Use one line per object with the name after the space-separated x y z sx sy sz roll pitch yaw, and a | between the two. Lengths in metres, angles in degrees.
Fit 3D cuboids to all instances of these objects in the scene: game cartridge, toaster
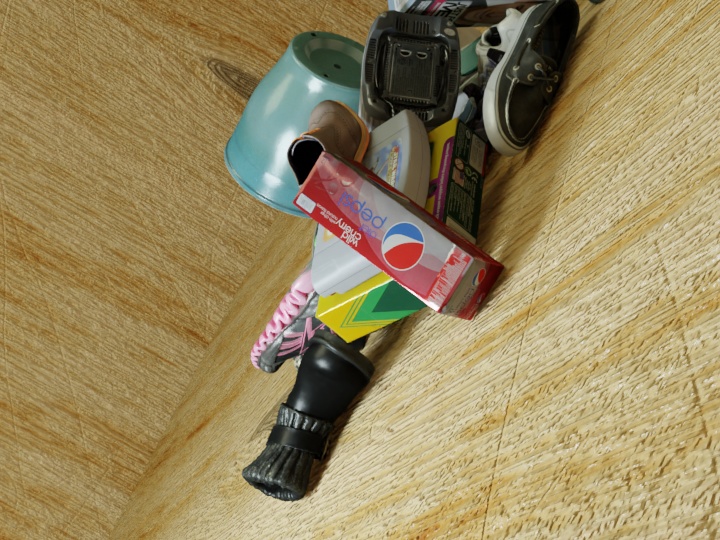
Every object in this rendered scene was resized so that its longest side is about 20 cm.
0.014 -0.076 1.466 0.133 0.042 0.200 -34 34 37 | game cartridge
0.053 -0.194 1.638 0.129 0.114 0.200 99 176 -56 | toaster

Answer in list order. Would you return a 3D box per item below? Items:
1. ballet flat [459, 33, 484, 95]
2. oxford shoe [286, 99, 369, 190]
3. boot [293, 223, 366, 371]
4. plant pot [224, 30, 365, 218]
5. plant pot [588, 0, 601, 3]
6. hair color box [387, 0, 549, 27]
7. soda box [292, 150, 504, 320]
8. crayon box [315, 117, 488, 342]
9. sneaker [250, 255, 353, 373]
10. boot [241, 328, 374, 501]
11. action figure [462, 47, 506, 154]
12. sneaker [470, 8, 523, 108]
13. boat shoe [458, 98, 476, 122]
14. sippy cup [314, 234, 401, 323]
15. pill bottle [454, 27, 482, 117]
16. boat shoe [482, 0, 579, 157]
0.117 -0.237 1.755 0.200 0.069 0.069 -27 19 14 | ballet flat
-0.038 -0.131 1.488 0.071 0.073 0.200 -40 32 21 | oxford shoe
-0.046 0.034 1.810 0.154 0.073 0.204 130 141 -60 | boot
-0.058 -0.202 1.843 0.200 0.200 0.188 -73 5 -54 | plant pot
0.250 -0.409 1.520 0.200 0.135 0.200 -58 9 15 | plant pot
0.142 -0.336 1.689 0.099 0.200 0.061 146 118 -71 | hair color box
0.034 -0.034 1.327 0.063 0.200 0.070 -58 -29 11 | soda box
0.044 -0.043 1.482 0.173 0.058 0.200 -27 38 38 | crayon box
-0.057 0.068 1.613 0.200 0.095 0.079 -54 5 47 | sneaker
-0.060 0.167 1.555 0.158 0.079 0.211 -58 -7 -24 | boot
0.136 -0.167 1.599 0.200 0.069 0.130 127 157 -62 | action figure
0.167 -0.246 1.642 0.075 0.081 0.200 -66 9 -23 | sneaker
0.106 -0.153 1.733 0.200 0.062 0.073 -64 6 -30 | boat shoe
0.000 0.000 1.662 0.178 0.140 0.130 -58 -10 -72 | sippy cup
0.091 -0.228 1.880 0.200 0.113 0.113 -57 9 39 | pill bottle
0.182 -0.210 1.479 0.057 0.069 0.200 -23 40 51 | boat shoe
